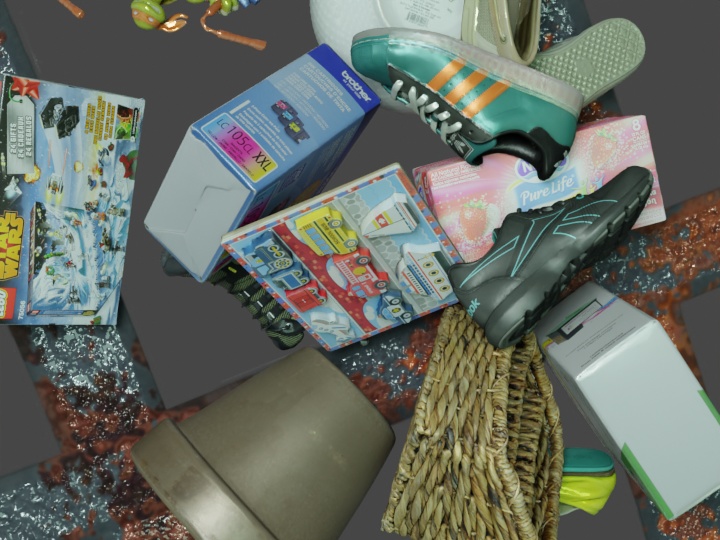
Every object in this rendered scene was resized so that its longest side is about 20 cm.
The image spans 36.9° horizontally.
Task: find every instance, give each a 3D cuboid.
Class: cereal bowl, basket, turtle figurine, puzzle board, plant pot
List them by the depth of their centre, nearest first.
[{"bbox_3d":[0.000,0.000,0.866,0.149,0.200,0.018,-21,56,14],"label":"puzzle board"},{"bbox_3d":[0.116,0.129,0.896,0.147,0.201,0.145,17,121,6],"label":"basket"},{"bbox_3d":[-0.068,0.163,0.918,0.175,0.200,0.201,-44,98,-9],"label":"plant pot"},{"bbox_3d":[-0.159,-0.271,0.927,0.197,0.064,0.164,16,87,2],"label":"turtle figurine"},{"bbox_3d":[0.055,-0.238,0.941,0.196,0.083,0.204,-1,96,-6],"label":"cereal bowl"}]

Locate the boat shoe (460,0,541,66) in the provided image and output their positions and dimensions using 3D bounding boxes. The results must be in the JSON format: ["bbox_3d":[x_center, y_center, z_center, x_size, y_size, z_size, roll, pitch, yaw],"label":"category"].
[{"bbox_3d":[0.125,-0.266,0.871,0.071,0.065,0.204,-4,104,-36],"label":"boat shoe"}]

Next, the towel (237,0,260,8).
[{"bbox_3d":[-0.082,-0.337,0.911,0.147,0.024,0.201,42,71,-11],"label":"towel"}]

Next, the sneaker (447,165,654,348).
[{"bbox_3d":[0.156,-0.029,0.873,0.199,0.076,0.079,-40,67,-17],"label":"sneaker"}]

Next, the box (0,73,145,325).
[{"bbox_3d":[-0.260,-0.056,0.915,0.136,0.040,0.204,3,98,-47],"label":"box"}]

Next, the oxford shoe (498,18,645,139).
[{"bbox_3d":[0.163,-0.161,0.953,0.198,0.058,0.076,-28,91,-18],"label":"oxford shoe"}]

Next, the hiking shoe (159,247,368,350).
[{"bbox_3d":[-0.081,0.020,0.960,0.196,0.076,0.103,5,93,-7],"label":"hiking shoe"}]

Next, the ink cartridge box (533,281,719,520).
[{"bbox_3d":[0.231,0.103,0.936,0.083,0.200,0.146,-35,98,3],"label":"ink cartridge box"}]

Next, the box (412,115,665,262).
[{"bbox_3d":[0.154,-0.068,0.959,0.197,0.103,0.096,-15,98,-2],"label":"box"}]

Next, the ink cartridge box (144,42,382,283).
[{"bbox_3d":[-0.070,-0.096,0.888,0.076,0.137,0.200,44,49,4],"label":"ink cartridge box"}]

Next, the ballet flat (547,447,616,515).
[{"bbox_3d":[0.142,0.193,1.009,0.196,0.067,0.068,10,112,-7],"label":"ballet flat"}]

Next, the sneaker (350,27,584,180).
[{"bbox_3d":[0.080,-0.133,0.873,0.197,0.071,0.081,18,81,-1],"label":"sneaker"}]
